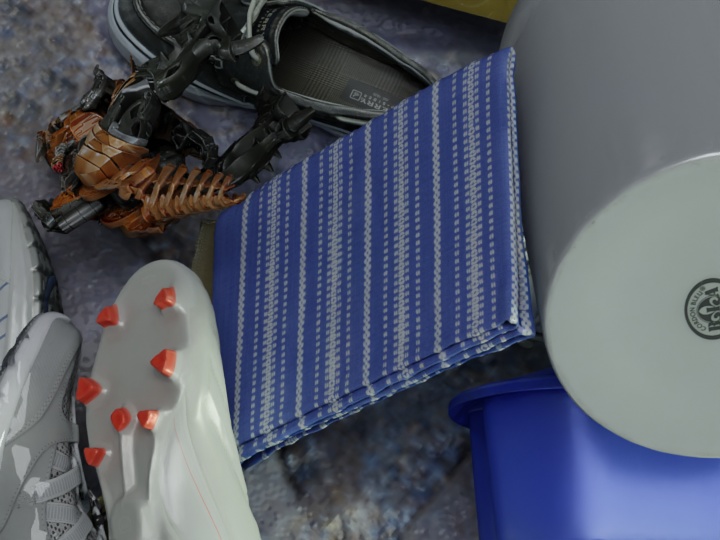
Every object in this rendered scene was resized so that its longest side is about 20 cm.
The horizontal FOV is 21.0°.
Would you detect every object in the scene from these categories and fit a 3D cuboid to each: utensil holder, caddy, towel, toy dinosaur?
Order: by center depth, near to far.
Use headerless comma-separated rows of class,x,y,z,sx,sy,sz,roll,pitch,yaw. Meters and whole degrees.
utensil holder,0.148,-0.040,0.861,0.169,0.171,0.200,3,35,-2
towel,0.000,0.000,0.882,0.024,0.200,0.146,25,51,-38
caddy,0.141,0.089,0.937,0.199,0.141,0.106,3,74,-3
toy dinosaur,-0.096,-0.057,0.960,0.136,0.102,0.200,-41,48,-10

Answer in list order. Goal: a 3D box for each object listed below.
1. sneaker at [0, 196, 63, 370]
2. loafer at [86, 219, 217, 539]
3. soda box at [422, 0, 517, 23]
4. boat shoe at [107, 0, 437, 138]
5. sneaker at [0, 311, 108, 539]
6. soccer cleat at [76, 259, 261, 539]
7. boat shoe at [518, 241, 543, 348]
sneaker,-0.194,0.058,0.968,0.087,0.075,0.201,0,71,2
loafer,-0.091,0.057,0.974,0.067,0.076,0.201,25,62,6
soda box,0.021,-0.193,1.045,0.199,0.068,0.064,16,33,7
boat shoe,-0.041,-0.121,1.034,0.199,0.071,0.072,19,71,4
sneaker,-0.146,0.120,0.895,0.082,0.075,0.201,10,82,-14
soccer cleat,-0.081,0.095,0.869,0.069,0.077,0.201,-18,66,34
boat shoe,0.091,0.005,0.998,0.199,0.074,0.066,-18,69,-8
